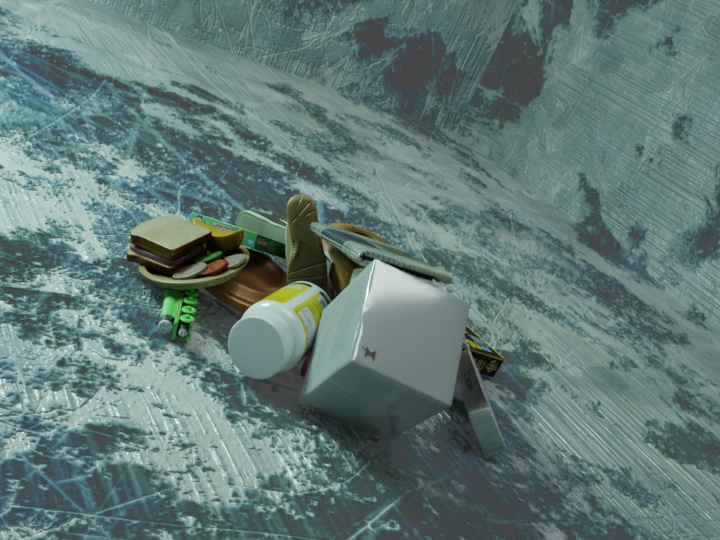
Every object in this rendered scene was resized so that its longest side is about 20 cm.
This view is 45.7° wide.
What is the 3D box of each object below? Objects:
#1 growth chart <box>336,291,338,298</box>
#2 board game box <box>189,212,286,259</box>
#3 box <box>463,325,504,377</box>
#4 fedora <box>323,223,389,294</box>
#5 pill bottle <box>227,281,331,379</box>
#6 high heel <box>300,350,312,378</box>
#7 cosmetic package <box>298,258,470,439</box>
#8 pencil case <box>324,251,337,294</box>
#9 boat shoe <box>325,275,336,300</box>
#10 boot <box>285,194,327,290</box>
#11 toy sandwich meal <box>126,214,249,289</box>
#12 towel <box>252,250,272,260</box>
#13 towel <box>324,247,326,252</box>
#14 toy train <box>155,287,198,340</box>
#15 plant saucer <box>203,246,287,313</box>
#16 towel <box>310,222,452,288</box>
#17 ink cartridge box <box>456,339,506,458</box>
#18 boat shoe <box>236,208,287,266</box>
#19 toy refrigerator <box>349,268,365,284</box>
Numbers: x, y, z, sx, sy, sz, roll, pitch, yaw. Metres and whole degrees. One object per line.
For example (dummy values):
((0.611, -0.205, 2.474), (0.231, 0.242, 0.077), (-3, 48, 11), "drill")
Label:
((0.021, 0.047, 1.677), (0.197, 0.018, 0.148), (10, 65, -42), "growth chart")
((-0.217, -0.061, 1.583), (0.132, 0.030, 0.200), (19, -1, 14), "board game box")
((0.171, 0.132, 1.681), (0.198, 0.050, 0.160), (20, 18, -45), "box")
((0.000, 0.000, 1.526), (0.198, 0.082, 0.202), (27, 26, -14), "fedora")
((-0.123, 0.093, 1.344), (0.113, 0.116, 0.200), (30, 20, 11), "pill bottle")
((-0.019, 0.158, 1.385), (0.095, 0.069, 0.199), (30, 19, 21), "high heel")
((0.032, 0.122, 1.255), (0.164, 0.200, 0.170), (25, 59, -15), "cosmetic package")
((-0.007, 0.019, 1.732), (0.197, 0.078, 0.091), (10, 52, -41), "pencil case")
((-0.086, 0.029, 1.623), (0.064, 0.073, 0.201), (24, 22, -31), "boat shoe")
((-0.102, -0.023, 1.545), (0.071, 0.205, 0.155), (-7, -5, -6), "boot")
((-0.279, -0.036, 1.404), (0.200, 0.072, 0.206), (-2, 24, 1), "toy sandwich meal")
((-0.219, 0.003, 1.582), (0.144, 0.022, 0.201), (19, 22, -21), "towel")
((-0.062, -0.048, 1.866), (0.196, 0.030, 0.147), (20, 14, -6), "towel")
((-0.286, 0.050, 1.354), (0.055, 0.043, 0.201), (11, 22, -11), "toy train")
((-0.201, 0.010, 1.512), (0.197, 0.038, 0.201), (25, 21, -10), "plant saucer")
((0.032, -0.023, 1.416), (0.197, 0.035, 0.192), (15, 9, -33), "towel")
((0.186, 0.189, 1.455), (0.201, 0.043, 0.176), (-97, 164, -67), "ink cartridge box")
((-0.163, -0.068, 1.753), (0.199, 0.073, 0.060), (33, 24, 22), "boat shoe")
((0.075, 0.065, 1.421), (0.197, 0.077, 0.069), (23, -14, -29), "toy refrigerator")
